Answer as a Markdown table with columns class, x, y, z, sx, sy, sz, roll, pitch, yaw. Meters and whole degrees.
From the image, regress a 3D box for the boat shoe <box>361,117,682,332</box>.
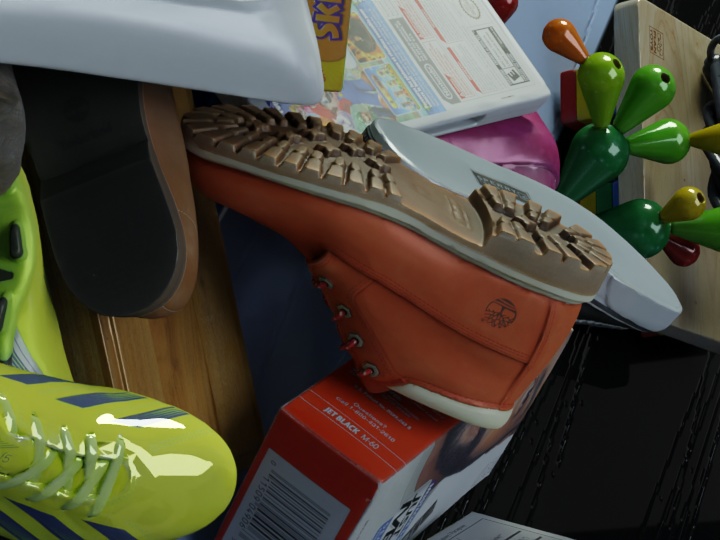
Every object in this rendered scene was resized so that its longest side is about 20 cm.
| class | x | y | z | sx | sy | sz | roll | pitch | yaw |
| --- | --- | --- | --- | --- | --- | --- | --- | --- | --- |
| boat shoe | 0.067 | -0.004 | 1.051 | 0.199 | 0.068 | 0.074 | 22 | 26 | -34 |

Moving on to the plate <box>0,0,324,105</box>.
| class | x | y | z | sx | sy | sz | roll | pitch | yaw |
| --- | --- | --- | --- | --- | --- | --- | --- | --- | --- |
| plate | -0.110 | -0.170 | 0.885 | 0.199 | 0.032 | 0.201 | 5 | 60 | -29 |

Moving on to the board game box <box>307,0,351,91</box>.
| class | x | y | z | sx | sy | sz | roll | pitch | yaw |
| --- | --- | --- | --- | --- | --- | --- | --- | --- | --- |
| board game box | -0.016 | -0.189 | 0.950 | 0.096 | 0.030 | 0.201 | -112 | -152 | -58 |

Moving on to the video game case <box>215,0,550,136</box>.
| class | x | y | z | sx | sy | sz | roll | pitch | yaw |
| --- | --- | --- | --- | --- | --- | --- | --- | --- | --- |
| video game case | -0.008 | -0.124 | 1.078 | 0.200 | 0.018 | 0.143 | -17 | 68 | -45 |

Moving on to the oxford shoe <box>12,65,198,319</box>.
| class | x | y | z | sx | sy | sz | roll | pitch | yaw |
| --- | --- | --- | --- | --- | --- | --- | --- | --- | --- |
| oxford shoe | -0.110 | -0.074 | 0.919 | 0.071 | 0.071 | 0.201 | 27 | 52 | -75 |

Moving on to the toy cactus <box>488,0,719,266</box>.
| class | x | y | z | sx | sy | sz | roll | pitch | yaw |
| --- | --- | --- | --- | --- | --- | --- | --- | --- | --- |
| toy cactus | 0.119 | -0.053 | 1.244 | 0.200 | 0.102 | 0.165 | 36 | 92 | -8 |

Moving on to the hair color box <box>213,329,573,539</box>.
| class | x | y | z | sx | sy | sz | roll | pitch | yaw |
| --- | --- | --- | --- | --- | --- | --- | --- | --- | --- |
| hair color box | 0.017 | 0.085 | 1.059 | 0.064 | 0.111 | 0.200 | 36 | 35 | 14 |

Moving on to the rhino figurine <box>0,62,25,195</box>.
| class | x | y | z | sx | sy | sz | roll | pitch | yaw |
| --- | --- | --- | --- | --- | --- | --- | --- | --- | --- |
| rhino figurine | -0.178 | -0.111 | 0.867 | 0.087 | 0.060 | 0.201 | 11 | 58 | -34 |

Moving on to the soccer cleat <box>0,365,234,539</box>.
| class | x | y | z | sx | sy | sz | roll | pitch | yaw |
| --- | --- | --- | --- | --- | --- | --- | --- | --- | --- |
| soccer cleat | -0.138 | 0.062 | 0.801 | 0.199 | 0.084 | 0.065 | 17 | 79 | -18 |

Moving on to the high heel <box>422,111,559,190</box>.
| class | x | y | z | sx | sy | sz | roll | pitch | yaw |
| --- | --- | --- | --- | --- | --- | --- | --- | --- | --- |
| high heel | 0.013 | -0.067 | 1.104 | 0.199 | 0.067 | 0.096 | 10 | 50 | -18 |

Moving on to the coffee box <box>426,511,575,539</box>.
| class | x | y | z | sx | sy | sz | roll | pitch | yaw |
| --- | --- | --- | --- | --- | --- | --- | --- | --- | --- |
| coffee box | 0.078 | 0.254 | 1.001 | 0.200 | 0.197 | 0.201 | -22 | 119 | -54 |

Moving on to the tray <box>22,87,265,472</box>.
| class | x | y | z | sx | sy | sz | roll | pitch | yaw |
| --- | --- | --- | --- | --- | --- | --- | --- | --- | --- |
| tray | -0.101 | 0.001 | 0.983 | 0.099 | 0.037 | 0.201 | -17 | 95 | -55 |

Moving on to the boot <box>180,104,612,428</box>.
| class | x | y | z | sx | sy | sz | roll | pitch | yaw |
| --- | --- | --- | --- | --- | --- | --- | --- | --- | --- |
| boot | 0.000 | 0.000 | 0.960 | 0.199 | 0.108 | 0.075 | 24 | 21 | -8 |

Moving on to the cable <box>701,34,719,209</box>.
| class | x | y | z | sx | sy | sz | roll | pitch | yaw |
| --- | --- | --- | --- | --- | --- | --- | --- | --- | --- |
| cable | 0.250 | -0.039 | 1.342 | 0.163 | 0.051 | 0.201 | 59 | 20 | -46 |

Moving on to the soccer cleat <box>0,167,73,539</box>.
| class | x | y | z | sx | sy | sz | roll | pitch | yaw |
| --- | --- | --- | --- | --- | --- | --- | --- | --- | --- |
| soccer cleat | -0.149 | 0.041 | 0.901 | 0.084 | 0.064 | 0.201 | 16 | 61 | -84 |

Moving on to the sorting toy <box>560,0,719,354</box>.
| class | x | y | z | sx | sy | sz | roll | pitch | yaw |
| --- | --- | --- | --- | --- | --- | --- | --- | --- | --- |
| sorting toy | 0.199 | -0.047 | 1.393 | 0.199 | 0.069 | 0.201 | 18 | 67 | -52 |
